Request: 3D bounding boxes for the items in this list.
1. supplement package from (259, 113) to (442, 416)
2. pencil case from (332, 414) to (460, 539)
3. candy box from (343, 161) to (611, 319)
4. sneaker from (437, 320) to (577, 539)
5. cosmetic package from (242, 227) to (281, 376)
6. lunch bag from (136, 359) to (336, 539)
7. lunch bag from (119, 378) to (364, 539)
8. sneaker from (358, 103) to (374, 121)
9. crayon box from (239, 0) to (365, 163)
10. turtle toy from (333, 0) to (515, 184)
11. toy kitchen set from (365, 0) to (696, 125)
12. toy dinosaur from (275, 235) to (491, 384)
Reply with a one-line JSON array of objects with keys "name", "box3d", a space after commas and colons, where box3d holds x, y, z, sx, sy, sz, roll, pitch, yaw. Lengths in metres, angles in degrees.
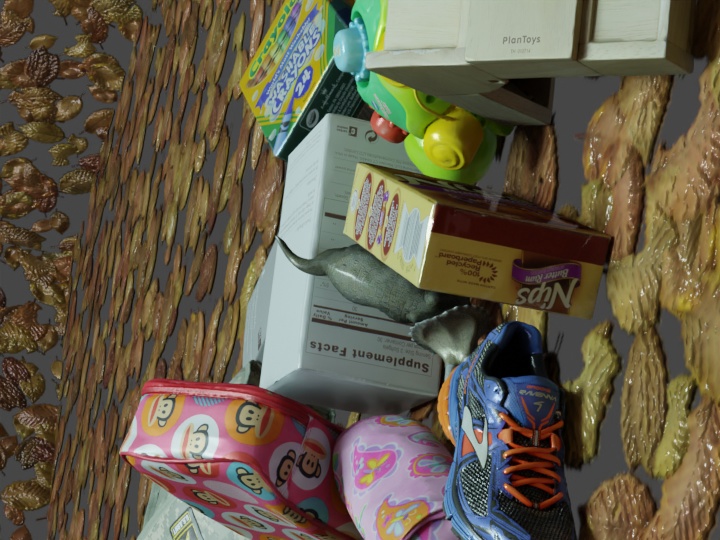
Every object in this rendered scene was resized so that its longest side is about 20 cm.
[{"name": "supplement package", "box3d": [0.000, 0.000, 1.333, 0.117, 0.116, 0.203, 146, 133, -68]}, {"name": "pencil case", "box3d": [0.037, 0.163, 1.161, 0.200, 0.086, 0.089, -135, 57, -72]}, {"name": "candy box", "box3d": [0.068, -0.023, 1.104, 0.200, 0.115, 0.057, -147, 69, -73]}, {"name": "sneaker", "box3d": [0.090, 0.102, 1.027, 0.201, 0.074, 0.079, -104, 32, -53]}, {"name": "cosmetic package", "box3d": [-0.040, 0.014, 1.530, 0.108, 0.089, 0.201, -90, 15, -45]}, {"name": "lunch bag", "box3d": [-0.114, 0.210, 1.499, 0.164, 0.117, 0.201, -48, 21, 32]}, {"name": "lunch bag", "box3d": [-0.082, 0.153, 1.299, 0.175, 0.200, 0.083, -1, 62, 37]}, {"name": "sneaker", "box3d": [-0.006, -0.172, 1.576, 0.200, 0.072, 0.116, -31, 46, 56]}, {"name": "crayon box", "box3d": [-0.046, -0.182, 1.516, 0.127, 0.051, 0.200, -59, 26, 16]}, {"name": "turtle toy", "box3d": [0.050, -0.138, 1.197, 0.100, 0.201, 0.147, 0, 47, 36]}, {"name": "toy kitchen set", "box3d": [0.136, -0.188, 1.054, 0.198, 0.180, 0.165, 3, 84, 34]}, {"name": "toy dinosaur", "box3d": [0.026, 0.008, 1.208, 0.077, 0.199, 0.102, -58, -13, 12]}]
